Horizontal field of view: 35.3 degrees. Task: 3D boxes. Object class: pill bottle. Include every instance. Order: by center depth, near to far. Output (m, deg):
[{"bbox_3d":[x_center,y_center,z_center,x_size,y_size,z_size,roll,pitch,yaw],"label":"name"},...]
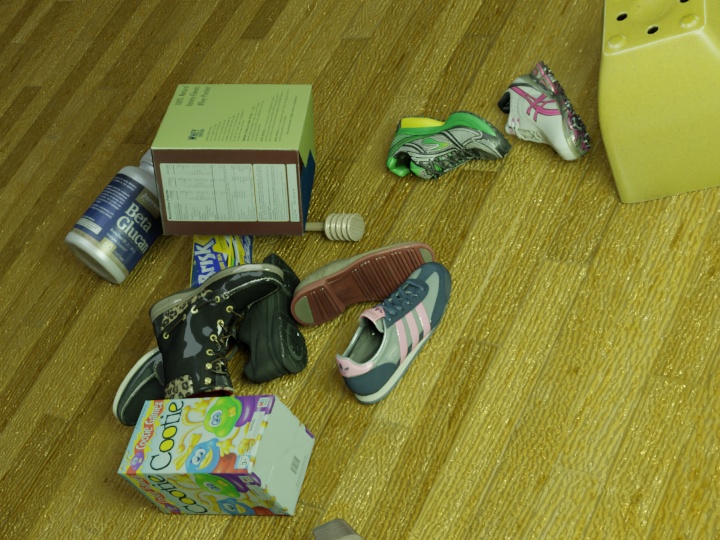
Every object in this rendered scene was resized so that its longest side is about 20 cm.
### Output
[{"bbox_3d":[-0.354,-0.089,1.752,0.110,0.111,0.201,18,66,44],"label":"pill bottle"}]

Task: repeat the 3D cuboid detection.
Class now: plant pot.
[{"bbox_3d":[0.364,-0.231,1.300,0.191,0.201,0.198,-11,47,27],"label":"plant pot"}]

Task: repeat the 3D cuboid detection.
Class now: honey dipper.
[{"bbox_3d":[-0.081,-0.061,1.591,0.198,0.038,0.038,1,54,39],"label":"honey dipper"}]

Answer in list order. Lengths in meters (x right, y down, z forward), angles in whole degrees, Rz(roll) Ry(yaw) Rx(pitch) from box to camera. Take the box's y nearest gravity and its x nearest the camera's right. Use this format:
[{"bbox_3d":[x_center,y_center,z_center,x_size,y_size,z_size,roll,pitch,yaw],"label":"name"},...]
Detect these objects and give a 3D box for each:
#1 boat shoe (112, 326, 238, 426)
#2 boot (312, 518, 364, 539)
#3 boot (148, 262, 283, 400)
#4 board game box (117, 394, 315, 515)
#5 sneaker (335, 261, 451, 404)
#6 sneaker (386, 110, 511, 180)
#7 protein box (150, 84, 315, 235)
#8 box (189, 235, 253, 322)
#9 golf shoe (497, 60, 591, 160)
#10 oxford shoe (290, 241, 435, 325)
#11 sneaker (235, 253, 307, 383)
[{"bbox_3d":[-0.245,0.137,1.504,0.199,0.072,0.068,-40,41,-6],"label":"boat shoe"},{"bbox_3d":[-0.057,0.355,1.181,0.199,0.070,0.147,-34,44,6],"label":"boot"},{"bbox_3d":[-0.177,0.086,1.428,0.197,0.073,0.153,-20,60,18],"label":"boot"},{"bbox_3d":[-0.172,0.221,1.352,0.197,0.103,0.106,-7,50,31],"label":"board game box"},{"bbox_3d":[0.042,0.059,1.361,0.069,0.082,0.202,12,61,41],"label":"sneaker"},{"bbox_3d":[0.118,-0.156,1.515,0.198,0.078,0.086,1,60,47],"label":"sneaker"},{"bbox_3d":[-0.170,-0.157,1.581,0.196,0.137,0.200,1,34,3],"label":"protein box"},{"bbox_3d":[-0.196,-0.015,1.609,0.069,0.065,0.202,-20,44,18],"label":"box"},{"bbox_3d":[0.235,-0.189,1.456,0.091,0.073,0.201,-34,31,14],"label":"golf shoe"},{"bbox_3d":[0.000,0.000,1.454,0.197,0.071,0.075,-20,30,9],"label":"oxford shoe"},{"bbox_3d":[-0.124,0.061,1.488,0.090,0.076,0.202,-27,40,22],"label":"sneaker"}]
